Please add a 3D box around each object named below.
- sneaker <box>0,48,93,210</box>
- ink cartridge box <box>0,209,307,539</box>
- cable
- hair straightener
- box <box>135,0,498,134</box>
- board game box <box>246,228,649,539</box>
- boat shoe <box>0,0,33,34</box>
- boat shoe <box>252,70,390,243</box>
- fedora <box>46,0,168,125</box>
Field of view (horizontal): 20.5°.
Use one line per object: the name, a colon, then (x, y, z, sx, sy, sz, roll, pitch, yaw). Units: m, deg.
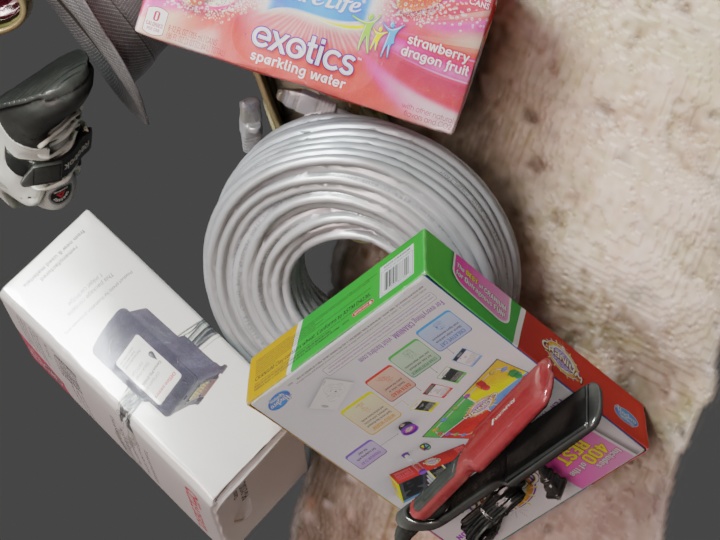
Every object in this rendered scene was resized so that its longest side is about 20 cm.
sneaker: (-0.211, -0.088, 1.348, 0.089, 0.074, 0.200, 58, 155, -8)
ink cartridge box: (-0.131, 0.076, 1.311, 0.200, 0.145, 0.084, 43, 76, 14)
cable: (0.000, 0.000, 1.242, 0.198, 0.069, 0.201, 15, 122, 9)
hair straightener: (0.087, 0.133, 1.201, 0.077, 0.041, 0.200, 25, 127, -18)
box: (-0.023, -0.159, 1.194, 0.198, 0.095, 0.103, 19, 95, -1)
board game box: (0.054, 0.082, 1.212, 0.153, 0.041, 0.200, -36, 121, 28)
boat shoe: (-0.318, -0.195, 1.348, 0.198, 0.066, 0.075, 0, 116, -13)
boat shoe: (-0.033, -0.110, 1.273, 0.073, 0.063, 0.202, -18, 93, 29)
fedora: (-0.167, -0.201, 1.298, 0.090, 0.177, 0.200, -39, 105, -5)
